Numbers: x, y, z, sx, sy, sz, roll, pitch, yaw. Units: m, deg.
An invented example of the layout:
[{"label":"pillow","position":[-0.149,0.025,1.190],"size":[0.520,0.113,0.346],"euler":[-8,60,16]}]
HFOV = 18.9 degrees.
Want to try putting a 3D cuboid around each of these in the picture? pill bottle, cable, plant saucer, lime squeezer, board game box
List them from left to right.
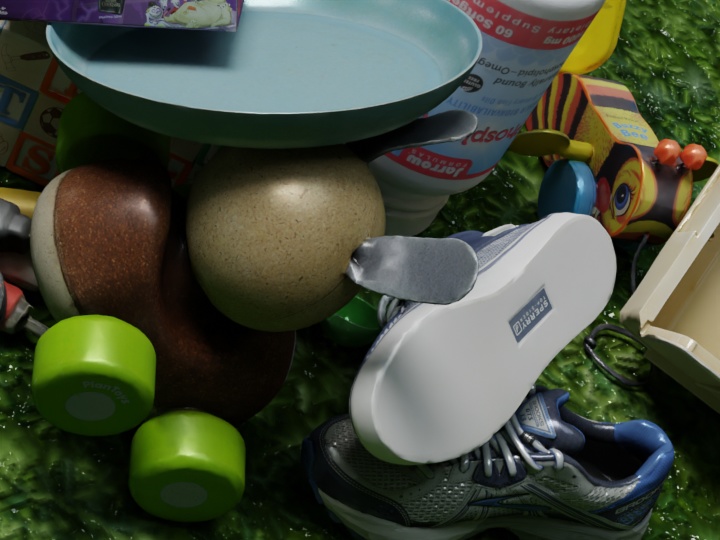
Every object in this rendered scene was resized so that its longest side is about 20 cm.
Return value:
[{"label":"cable","position":[-0.226,-0.023,1.039],"size":[0.198,0.050,0.098],"euler":[20,59,3]},{"label":"board game box","position":[-0.110,-0.164,1.061],"size":[0.119,0.033,0.200],"euler":[6,26,-2]},{"label":"plant saucer","position":[-0.044,-0.098,0.989],"size":[0.198,0.028,0.201],"euler":[3,26,-1]},{"label":"lime squeezer","position":[0.000,0.000,1.101],"size":[0.200,0.070,0.038],"euler":[52,15,-44]},{"label":"pill bottle","position":[0.046,-0.112,1.156],"size":[0.108,0.201,0.109],"euler":[17,43,-17]}]

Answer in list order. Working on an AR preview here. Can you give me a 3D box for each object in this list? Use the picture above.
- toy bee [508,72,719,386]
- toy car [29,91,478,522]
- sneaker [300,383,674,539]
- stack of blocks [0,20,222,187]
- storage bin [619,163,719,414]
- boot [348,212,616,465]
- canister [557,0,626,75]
[{"label":"toy bee","position":[0.160,-0.052,1.241],"size":[0.130,0.109,0.201],"euler":[-11,57,-39]},{"label":"toy car","position":[-0.034,-0.006,0.980],"size":[0.158,0.198,0.165],"euler":[50,30,-45]},{"label":"sneaker","position":[0.067,0.088,1.067],"size":[0.198,0.085,0.078],"euler":[7,47,-26]},{"label":"stack of blocks","position":[-0.118,-0.090,1.098],"size":[0.199,0.115,0.059],"euler":[24,42,-9]},{"label":"storage bin","position":[0.277,0.008,1.171],"size":[0.198,0.094,0.201],"euler":[36,83,-8]},{"label":"boot","position":[0.039,0.035,1.050],"size":[0.200,0.090,0.073],"euler":[-33,109,-44]},{"label":"canister","position":[0.124,-0.230,1.337],"size":[0.086,0.150,0.201],"euler":[5,35,0]}]
